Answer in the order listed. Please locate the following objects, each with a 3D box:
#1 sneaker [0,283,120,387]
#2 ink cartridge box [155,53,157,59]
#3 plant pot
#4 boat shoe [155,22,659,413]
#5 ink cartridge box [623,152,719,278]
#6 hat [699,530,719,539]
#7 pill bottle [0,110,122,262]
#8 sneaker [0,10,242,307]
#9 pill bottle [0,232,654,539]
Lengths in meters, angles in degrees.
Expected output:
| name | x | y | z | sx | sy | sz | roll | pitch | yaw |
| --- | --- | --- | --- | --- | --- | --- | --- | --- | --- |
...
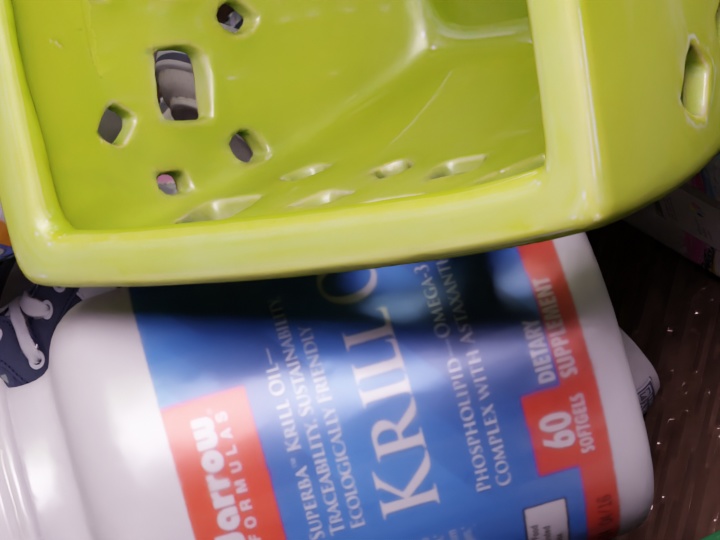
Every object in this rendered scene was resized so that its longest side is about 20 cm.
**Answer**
| name | x | y | z | sx | sy | sz | roll | pitch | yaw |
| --- | --- | --- | --- | --- | --- | --- | --- | --- | --- |
| sneaker | -0.122 | 0.028 | 0.904 | 0.199 | 0.109 | 0.070 | 7 | 13 | 10 |
| ink cartridge box | -0.099 | -0.172 | 1.074 | 0.067 | 0.115 | 0.201 | 3 | 53 | 22 |
| plant pot | 0.016 | -0.113 | 0.773 | 0.198 | 0.201 | 0.181 | -5 | 8 | 37 |
| boat shoe | 0.000 | 0.000 | 0.908 | 0.200 | 0.071 | 0.070 | 40 | 76 | 7 |
| ink cartridge box | 0.158 | -0.050 | 0.926 | 0.116 | 0.068 | 0.200 | -43 | 52 | -20 |
| hat | 0.065 | 0.093 | 0.736 | 0.201 | 0.175 | 0.166 | -62 | 10 | 9 |
| pill bottle | -0.180 | -0.034 | 0.877 | 0.199 | 0.112 | 0.113 | -22 | 45 | 28 |
| sneaker | -0.038 | -0.031 | 0.984 | 0.082 | 0.070 | 0.200 | 35 | 70 | 18 |
| pill bottle | -0.025 | 0.050 | 0.811 | 0.199 | 0.113 | 0.113 | -17 | 49 | -4 |
